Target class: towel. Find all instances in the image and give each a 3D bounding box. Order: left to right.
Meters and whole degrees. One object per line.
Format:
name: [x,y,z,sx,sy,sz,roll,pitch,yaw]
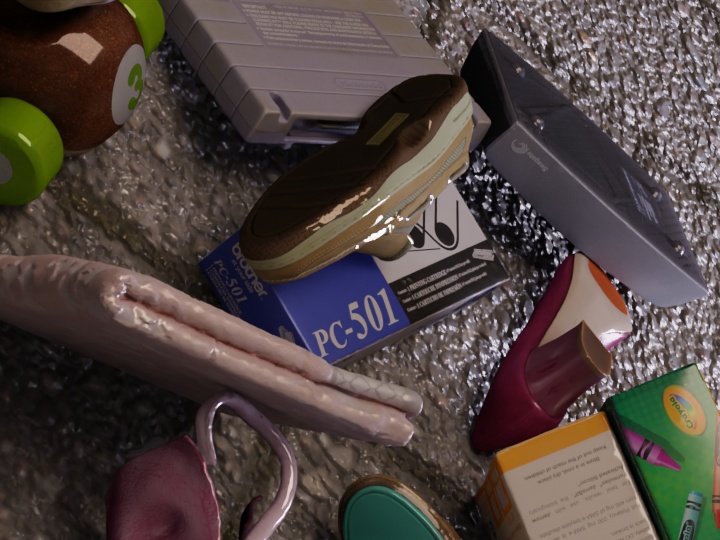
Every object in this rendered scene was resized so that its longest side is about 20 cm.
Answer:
towel: [-0.092,0.036,1.143,0.190,0.199,0.032,25,78,-31]

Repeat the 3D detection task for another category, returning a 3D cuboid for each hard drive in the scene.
hard drive: [0.146,-0.063,1.521,0.200,0.042,0.135,38,22,-30]

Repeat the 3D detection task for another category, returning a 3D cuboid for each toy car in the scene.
toy car: [-0.146,-0.162,1.209,0.158,0.200,0.165,45,41,-12]

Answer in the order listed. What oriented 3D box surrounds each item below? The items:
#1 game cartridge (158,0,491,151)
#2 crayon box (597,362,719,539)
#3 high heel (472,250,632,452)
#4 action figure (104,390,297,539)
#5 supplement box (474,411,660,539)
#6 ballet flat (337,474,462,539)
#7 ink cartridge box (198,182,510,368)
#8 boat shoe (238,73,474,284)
game cartridge: [-0.024,-0.126,1.409,0.199,0.039,0.130,-1,41,-45]
crayon box: [0.182,0.138,1.350,0.058,0.200,0.120,-21,76,-6]
high heel: [0.117,0.049,1.465,0.068,0.096,0.200,52,19,-5]
action figure: [-0.078,0.185,1.097,0.134,0.149,0.201,38,29,-28]
supplement box: [0.138,0.196,1.302,0.073,0.126,0.201,-20,75,-8]
ballet flat: [0.057,0.194,1.287,0.201,0.068,0.072,53,20,-3]
ink cartridge box: [0.000,0.000,1.368,0.199,0.044,0.094,-24,81,-50]
boat shoe: [0.009,-0.037,1.318,0.200,0.071,0.077,-40,126,-38]
